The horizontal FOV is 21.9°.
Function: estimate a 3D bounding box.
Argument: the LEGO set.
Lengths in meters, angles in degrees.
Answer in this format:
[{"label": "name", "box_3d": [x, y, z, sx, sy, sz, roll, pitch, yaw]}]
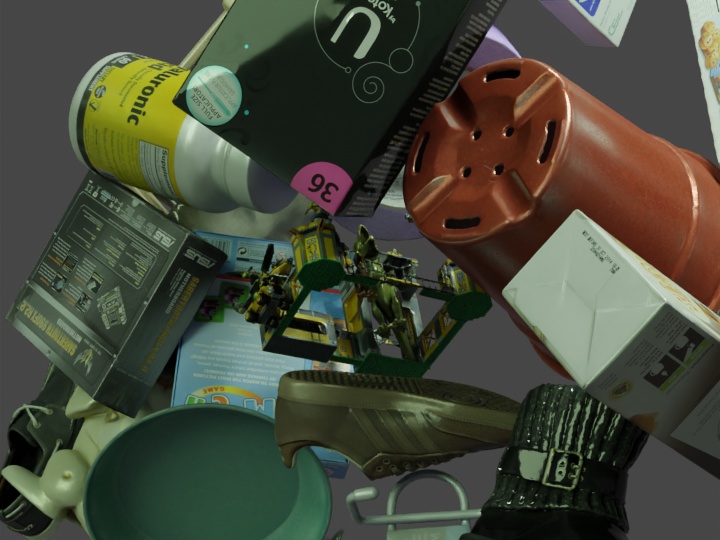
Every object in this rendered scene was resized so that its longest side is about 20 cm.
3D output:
[{"label": "LEGO set", "box_3d": [0.000, 0.000, 1.491, 0.154, 0.199, 0.116, 116, 152, -44]}]

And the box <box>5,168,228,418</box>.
[{"label": "box", "box_3d": [-0.213, 0.016, 1.596, 0.200, 0.048, 0.159, 30, 91, 53]}]

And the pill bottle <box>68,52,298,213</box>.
[{"label": "pill bottle", "box_3d": [-0.143, -0.112, 1.579, 0.199, 0.111, 0.112, 19, 79, 34]}]

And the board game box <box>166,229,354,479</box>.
[{"label": "board game box", "box_3d": [-0.078, 0.069, 1.560, 0.037, 0.150, 0.201, 106, 170, -59]}]

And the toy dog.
[{"label": "toy dog", "box_3d": [-0.185, 0.145, 1.612, 0.201, 0.139, 0.194, -56, 35, -6]}]

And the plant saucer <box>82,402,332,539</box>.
[{"label": "plant saucer", "box_3d": [-0.122, 0.178, 1.493, 0.200, 0.200, 0.036, -38, 26, 20]}]

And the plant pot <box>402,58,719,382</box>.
[{"label": "plant pot", "box_3d": [0.146, -0.045, 1.365, 0.200, 0.195, 0.202, -23, 51, 32]}]

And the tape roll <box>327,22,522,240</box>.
[{"label": "tape roll", "box_3d": [0.042, -0.123, 1.512, 0.200, 0.200, 0.066, -45, 43, 13]}]

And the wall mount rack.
[{"label": "wall mount rack", "box_3d": [0.079, 0.219, 1.363, 0.172, 0.075, 0.201, -5, 56, 4]}]

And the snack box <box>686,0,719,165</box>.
[{"label": "snack box", "box_3d": [0.295, -0.170, 1.430, 0.072, 0.024, 0.201, -26, 49, 30]}]

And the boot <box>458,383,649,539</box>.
[{"label": "boot", "box_3d": [0.176, 0.169, 1.282, 0.210, 0.080, 0.158, 19, 62, 28]}]

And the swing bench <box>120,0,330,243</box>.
[{"label": "swing bench", "box_3d": [-0.106, -0.106, 1.701, 0.199, 0.130, 0.200, -49, 42, 8]}]

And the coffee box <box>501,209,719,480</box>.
[{"label": "coffee box", "box_3d": [0.202, 0.057, 1.241, 0.080, 0.200, 0.114, -48, 41, 11]}]

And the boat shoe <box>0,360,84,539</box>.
[{"label": "boat shoe", "box_3d": [-0.299, 0.153, 1.773, 0.072, 0.068, 0.201, -10, 57, 42]}]

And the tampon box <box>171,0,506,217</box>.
[{"label": "tampon box", "box_3d": [-0.012, -0.161, 1.359, 0.149, 0.126, 0.201, 34, 98, 11]}]

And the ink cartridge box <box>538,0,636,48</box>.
[{"label": "ink cartridge box", "box_3d": [0.160, -0.270, 1.492, 0.039, 0.200, 0.100, 11, 72, 44]}]

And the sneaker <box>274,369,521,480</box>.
[{"label": "sneaker", "box_3d": [0.033, 0.124, 1.426, 0.070, 0.199, 0.076, -62, -21, -78]}]
